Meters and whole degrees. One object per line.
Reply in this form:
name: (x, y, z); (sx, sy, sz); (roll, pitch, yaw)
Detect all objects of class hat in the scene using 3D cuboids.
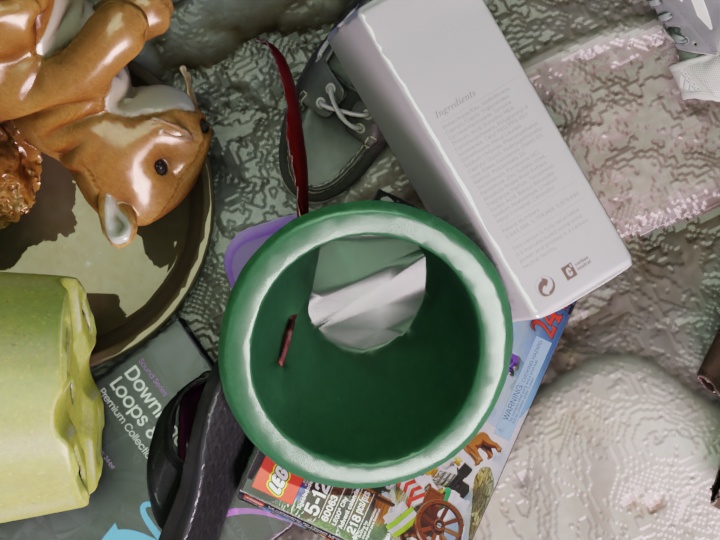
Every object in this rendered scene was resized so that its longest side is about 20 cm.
hat: (0.000, 0.000, 1.534); (0.165, 0.176, 0.201); (11, 111, -8)

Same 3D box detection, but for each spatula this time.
spatula: (-0.032, 0.069, 1.579); (0.056, 0.021, 0.201); (-16, 87, -3)

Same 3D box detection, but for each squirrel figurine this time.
squirrel figurine: (-0.188, -0.094, 1.508); (0.199, 0.142, 0.187); (-32, 110, 12)

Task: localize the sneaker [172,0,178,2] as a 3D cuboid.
sneaker: (-0.169, -0.245, 1.552); (0.071, 0.112, 0.200); (-39, 87, 0)

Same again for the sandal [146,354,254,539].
sandal: (-0.102, 0.119, 1.522); (0.048, 0.075, 0.202); (18, 87, 19)

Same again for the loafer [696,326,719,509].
loafer: (0.234, 0.055, 1.545); (0.071, 0.073, 0.201); (0, 87, 1)

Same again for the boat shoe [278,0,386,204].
boat shoe: (0.010, -0.132, 1.569); (0.067, 0.057, 0.201); (32, 88, 3)

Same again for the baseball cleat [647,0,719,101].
baseball cleat: (0.187, -0.162, 1.561); (0.199, 0.070, 0.107); (26, 102, 11)

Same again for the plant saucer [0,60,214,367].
plant saucer: (-0.186, -0.039, 1.585); (0.199, 0.029, 0.201); (0, 87, 1)

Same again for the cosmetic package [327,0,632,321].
cosmetic package: (0.066, -0.071, 1.496); (0.074, 0.102, 0.201); (-30, 94, -12)

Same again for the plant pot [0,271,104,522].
plant pot: (-0.245, 0.075, 1.492); (0.183, 0.200, 0.202); (-3, 87, 4)

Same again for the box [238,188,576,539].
box: (0.030, 0.071, 1.548); (0.136, 0.038, 0.201); (24, 77, 0)

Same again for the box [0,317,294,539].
box: (-0.144, 0.144, 1.572); (0.200, 0.036, 0.143); (-38, 87, -2)
